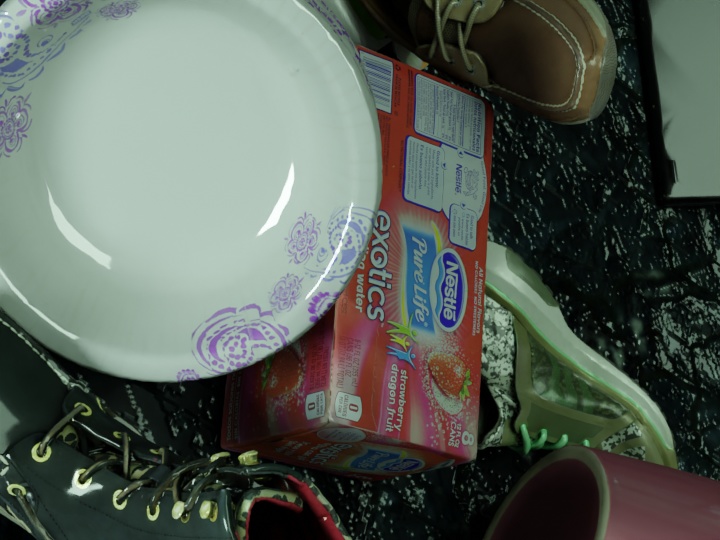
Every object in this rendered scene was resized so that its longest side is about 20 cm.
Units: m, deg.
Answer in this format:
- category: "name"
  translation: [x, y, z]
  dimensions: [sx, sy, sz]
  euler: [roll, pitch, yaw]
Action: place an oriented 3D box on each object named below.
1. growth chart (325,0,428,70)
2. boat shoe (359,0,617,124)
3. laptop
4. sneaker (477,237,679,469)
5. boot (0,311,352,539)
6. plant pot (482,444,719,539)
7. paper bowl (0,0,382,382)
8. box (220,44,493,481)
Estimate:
- category: "growth chart"
  translation: [0.029, -0.210, 1.131]
  dimensions: [0.145, 0.018, 0.200]
  euler: [50, 55, -15]
- category: "boat shoe"
  translation: [0.059, -0.128, 1.020]
  dimensions: [0.071, 0.200, 0.076]
  euler: [-6, 115, -30]
- category: "laptop"
  translation: [0.271, -0.126, 1.303]
  dimensions: [0.198, 0.116, 0.189]
  euler: [-3, 78, -9]
- category: "sneaker"
  translation: [0.095, 0.077, 1.082]
  dimensions: [0.200, 0.077, 0.089]
  euler: [46, 68, -13]
- category: "boot"
  translation: [-0.096, 0.084, 0.824]
  dimensions: [0.074, 0.153, 0.204]
  euler: [-47, 111, -36]
- category: "plant pot"
  translation: [0.162, 0.186, 1.020]
  dimensions: [0.178, 0.200, 0.201]
  euler: [29, 61, -19]
- category: "paper bowl"
  translation: [-0.089, -0.057, 0.905]
  dimensions: [0.201, 0.200, 0.104]
  euler: [55, 8, -12]
- category: "box"
  translation: [0.000, 0.000, 1.000]
  dimensions: [0.099, 0.095, 0.202]
  euler: [17, 68, -35]
